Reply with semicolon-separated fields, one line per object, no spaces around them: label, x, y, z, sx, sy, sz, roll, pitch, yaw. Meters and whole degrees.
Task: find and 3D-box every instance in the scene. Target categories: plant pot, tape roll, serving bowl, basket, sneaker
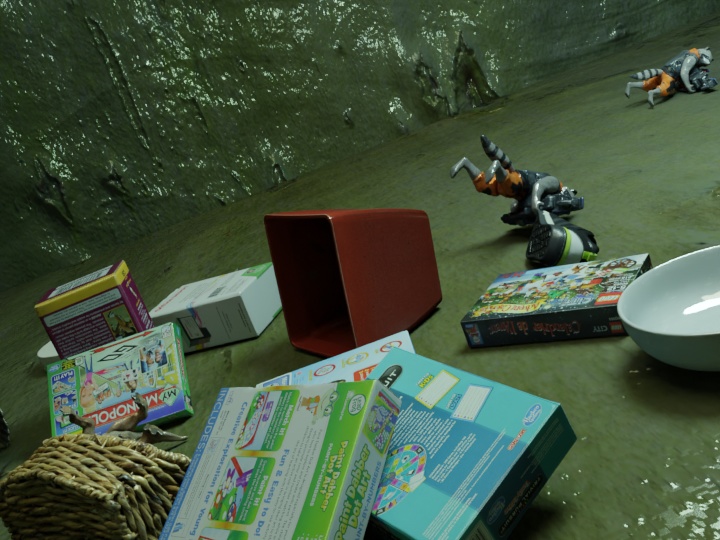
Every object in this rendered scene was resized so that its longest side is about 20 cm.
plant pot;0.000;0.000;1.153;0.176;0.201;0.200;-17;12;-30
tape roll;-0.549;0.141;1.644;0.202;0.037;0.203;-19;16;6
serving bowl;0.350;0.041;0.767;0.199;0.066;0.200;-19;15;5
basket;-0.241;0.213;0.804;0.199;0.143;0.149;-9;20;36
sneaker;0.286;-0.033;1.142;0.082;0.072;0.200;15;14;0

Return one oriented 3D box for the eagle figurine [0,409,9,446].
eagle figurine;-0.601;0.238;1.229;0.150;0.153;0.200;-4;5;-18

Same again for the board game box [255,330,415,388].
board game box;-0.021;0.154;0.882;0.195;0.056;0.200;-20;16;3

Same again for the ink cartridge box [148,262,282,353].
ink cartridge box;-0.248;0.068;1.410;0.199;0.084;0.145;-14;17;22

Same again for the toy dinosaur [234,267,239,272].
toy dinosaur;-0.237;0.027;1.626;0.199;0.059;0.101;-17;-1;-16

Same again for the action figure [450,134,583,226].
action figure;0.267;-0.135;1.275;0.193;0.105;0.200;17;-10;-26

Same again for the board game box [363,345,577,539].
board game box;0.055;0.153;0.683;0.151;0.047;0.200;-46;33;-22

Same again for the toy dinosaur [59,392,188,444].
toy dinosaur;-0.307;0.229;0.975;0.086;0.136;0.200;35;20;24

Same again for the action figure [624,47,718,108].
action figure;0.731;-0.452;1.874;0.193;0.105;0.200;-31;14;0

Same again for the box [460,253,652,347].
box;0.237;0.036;0.977;0.199;0.038;0.137;-10;19;36

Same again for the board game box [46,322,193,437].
board game box;-0.339;0.166;1.139;0.199;0.135;0.029;-19;-28;6

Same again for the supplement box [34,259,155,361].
supplement box;-0.382;0.106;1.239;0.130;0.201;0.103;-21;15;-3

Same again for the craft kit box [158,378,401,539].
craft kit box;-0.077;0.190;0.679;0.197;0.048;0.201;-11;49;42
